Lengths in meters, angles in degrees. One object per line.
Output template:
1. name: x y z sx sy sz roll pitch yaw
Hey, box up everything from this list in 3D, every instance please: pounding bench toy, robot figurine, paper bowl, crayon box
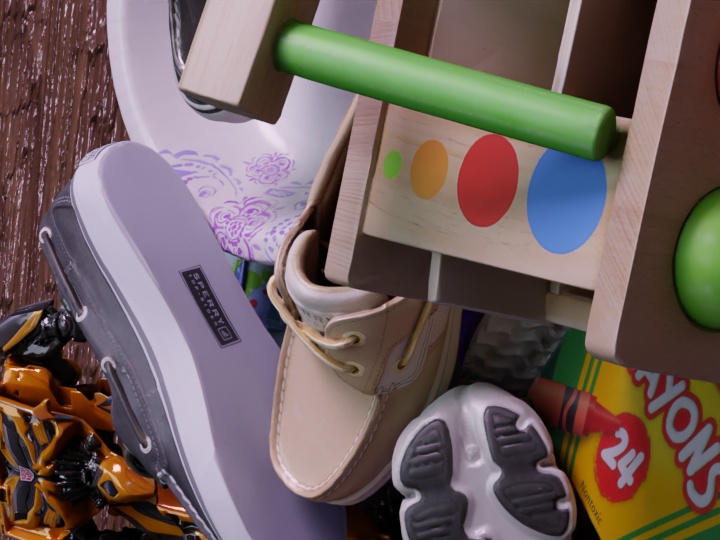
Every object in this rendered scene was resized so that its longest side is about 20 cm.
1. pounding bench toy: 0.065 -0.041 0.697 0.156 0.199 0.125 16 95 52
2. robot figurine: -0.082 0.084 1.018 0.198 0.058 0.146 8 118 22
3. paper bowl: -0.005 -0.105 0.966 0.200 0.104 0.203 7 100 44
4. crayon box: 0.143 0.016 0.802 0.201 0.050 0.127 -59 36 28

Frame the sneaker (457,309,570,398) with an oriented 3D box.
1. sneaker: 0.095 -0.046 0.893 0.201 0.069 0.100 -58 30 24

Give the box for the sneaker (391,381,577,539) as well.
1. sneaker: 0.067 0.140 0.871 0.080 0.083 0.202 -9 86 13

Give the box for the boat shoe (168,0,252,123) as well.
1. boat shoe: -0.055 -0.155 0.895 0.070 0.063 0.202 18 107 41

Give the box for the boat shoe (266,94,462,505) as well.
1. boat shoe: 0.000 0.000 0.856 0.074 0.069 0.201 35 117 32

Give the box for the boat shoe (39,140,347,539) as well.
1. boat shoe: -0.074 0.048 0.941 0.066 0.070 0.201 -36 77 36

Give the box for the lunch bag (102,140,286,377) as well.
1. lunch bag: -0.058 -0.018 1.113 0.160 0.082 0.202 -8 72 60
